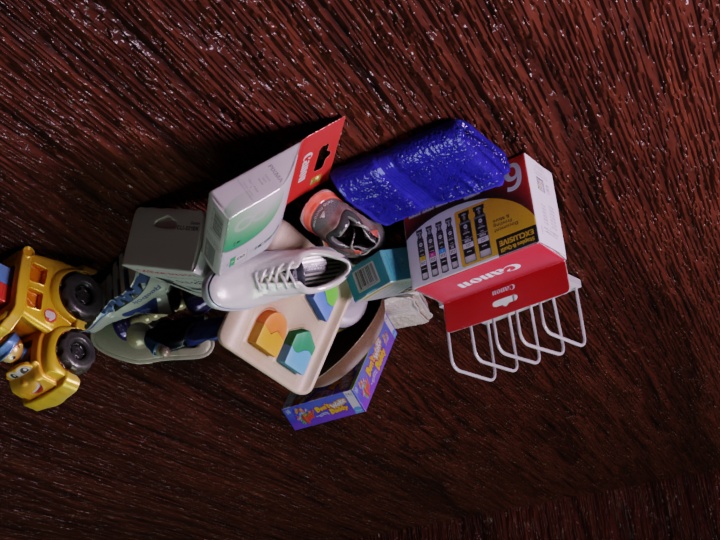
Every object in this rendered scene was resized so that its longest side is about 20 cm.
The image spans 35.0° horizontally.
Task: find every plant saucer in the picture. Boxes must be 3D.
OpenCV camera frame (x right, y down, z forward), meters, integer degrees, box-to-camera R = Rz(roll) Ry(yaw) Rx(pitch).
[{"bbox_3d":[-0.028,0.111,1.748,0.037,0.201,0.200,45,135,-15],"label":"plant saucer"}]

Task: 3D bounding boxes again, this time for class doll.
[{"bbox_3d":[-0.250,0.088,1.664,0.198,0.049,0.137,-9,-163,18],"label":"doll"}]

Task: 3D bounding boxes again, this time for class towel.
[{"bbox_3d":[0.079,-0.120,1.472,0.198,0.050,0.147,-21,153,29],"label":"towel"},{"bbox_3d":[0.014,0.072,1.894,0.198,0.035,0.133,-12,154,13],"label":"towel"}]

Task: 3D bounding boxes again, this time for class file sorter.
[{"bbox_3d":[0.253,0.087,1.876,0.199,0.126,0.138,-26,150,35],"label":"file sorter"}]

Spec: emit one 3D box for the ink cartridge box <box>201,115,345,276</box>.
[{"bbox_3d":[-0.097,-0.087,1.388,0.199,0.050,0.161,-30,164,-22],"label":"ink cartridge box"}]

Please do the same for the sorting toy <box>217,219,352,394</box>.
[{"bbox_3d":[-0.090,0.054,1.548,0.036,0.187,0.200,12,162,39],"label":"sorting toy"}]

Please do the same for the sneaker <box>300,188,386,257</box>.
[{"bbox_3d":[-0.008,-0.043,1.535,0.077,0.082,0.200,-56,152,7],"label":"sneaker"}]

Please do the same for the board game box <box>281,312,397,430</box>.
[{"bbox_3d":[-0.030,0.157,1.808,0.133,0.201,0.045,-19,116,28],"label":"board game box"}]

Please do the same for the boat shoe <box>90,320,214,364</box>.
[{"bbox_3d":[-0.339,0.116,1.867,0.197,0.073,0.068,5,179,-11],"label":"boat shoe"}]

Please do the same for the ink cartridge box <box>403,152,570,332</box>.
[{"bbox_3d":[0.166,-0.032,1.529,0.199,0.177,0.084,-22,151,31],"label":"ink cartridge box"}]

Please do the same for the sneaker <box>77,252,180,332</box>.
[{"bbox_3d":[-0.333,0.044,1.693,0.114,0.081,0.199,16,146,-36],"label":"sneaker"}]

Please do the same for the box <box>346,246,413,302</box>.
[{"bbox_3d":[0.076,-0.002,1.654,0.199,0.050,0.082,-9,164,-47],"label":"box"}]

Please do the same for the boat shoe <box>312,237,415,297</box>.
[{"bbox_3d":[0.000,0.000,1.690,0.199,0.067,0.057,23,133,-37],"label":"boat shoe"}]

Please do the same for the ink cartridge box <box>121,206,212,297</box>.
[{"bbox_3d":[-0.199,-0.013,1.544,0.143,0.085,0.199,5,165,38],"label":"ink cartridge box"}]

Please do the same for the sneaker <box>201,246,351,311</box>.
[{"bbox_3d":[-0.104,0.004,1.455,0.198,0.074,0.071,-16,-175,-27],"label":"sneaker"}]

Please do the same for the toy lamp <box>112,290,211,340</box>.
[{"bbox_3d":[-0.294,0.057,1.764,0.198,0.059,0.058,-19,153,32],"label":"toy lamp"}]

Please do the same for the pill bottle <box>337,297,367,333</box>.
[{"bbox_3d":[-0.090,0.063,1.752,0.112,0.114,0.199,14,149,-38],"label":"pill bottle"}]

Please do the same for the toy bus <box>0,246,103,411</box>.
[{"bbox_3d":[-0.472,0.069,1.587,0.135,0.202,0.191,-25,142,34],"label":"toy bus"}]
